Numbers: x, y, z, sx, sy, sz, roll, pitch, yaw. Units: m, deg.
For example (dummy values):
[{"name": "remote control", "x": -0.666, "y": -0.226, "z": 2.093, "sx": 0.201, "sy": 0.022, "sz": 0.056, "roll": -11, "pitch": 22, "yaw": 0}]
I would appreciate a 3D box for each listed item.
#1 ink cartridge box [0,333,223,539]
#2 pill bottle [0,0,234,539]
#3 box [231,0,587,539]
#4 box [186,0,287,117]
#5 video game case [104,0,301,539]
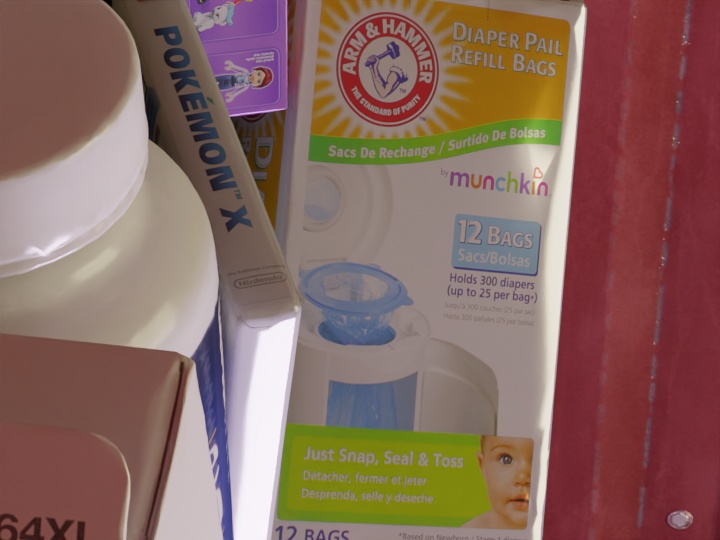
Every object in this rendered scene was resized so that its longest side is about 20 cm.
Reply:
[{"name": "ink cartridge box", "x": -0.099, "y": 0.102, "z": 0.506, "sx": 0.200, "sy": 0.128, "sz": 0.126, "roll": 85, "pitch": 12, "yaw": -54}, {"name": "pill bottle", "x": -0.089, "y": 0.029, "z": 0.622, "sx": 0.111, "sy": 0.111, "sz": 0.200, "roll": -79, "pitch": 171, "yaw": -47}, {"name": "box", "x": 0.000, "y": 0.000, "z": 0.855, "sx": 0.101, "sy": 0.112, "sz": 0.201, "roll": 4, "pitch": -91, "yaw": 64}, {"name": "box", "x": -0.062, "y": -0.164, "z": 0.791, "sx": 0.137, "sy": 0.039, "sz": 0.201, "roll": -134, "pitch": -140, "yaw": -59}, {"name": "video game case", "x": -0.060, "y": 0.010, "z": 0.766, "sx": 0.200, "sy": 0.022, "sz": 0.183, "roll": 98, "pitch": -23, "yaw": -48}]
